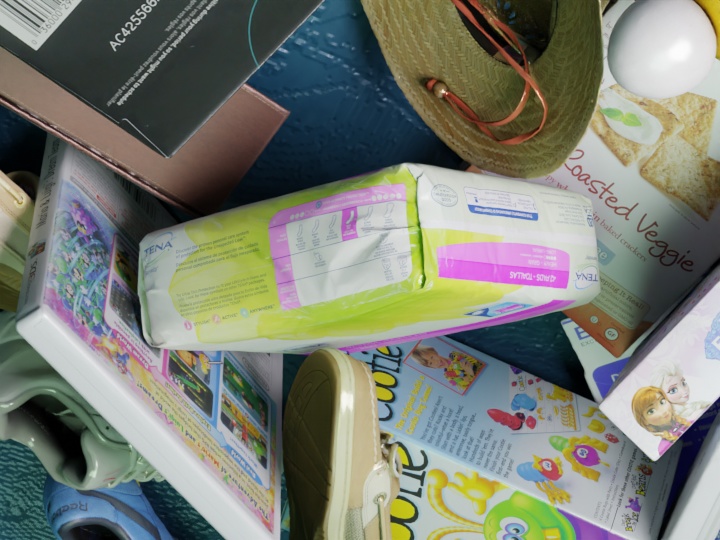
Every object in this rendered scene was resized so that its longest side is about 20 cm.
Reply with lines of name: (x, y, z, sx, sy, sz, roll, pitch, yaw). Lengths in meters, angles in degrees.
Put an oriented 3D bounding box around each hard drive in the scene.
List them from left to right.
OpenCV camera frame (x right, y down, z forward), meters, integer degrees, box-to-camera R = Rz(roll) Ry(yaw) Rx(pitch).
hard drive: (0.193, 0.126, 1.259, 0.026, 0.132, 0.201, 25, 123, 8)

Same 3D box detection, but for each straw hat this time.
straw hat: (0.083, -0.155, 1.125, 0.085, 0.201, 0.202, -26, 135, -31)

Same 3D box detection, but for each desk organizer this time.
desk organizer: (-0.140, -0.112, 1.166, 0.199, 0.072, 0.077, 31, 104, -28)

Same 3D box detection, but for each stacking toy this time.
stacking toy: (0.200, -0.139, 1.063, 0.199, 0.146, 0.147, -34, 126, -13)

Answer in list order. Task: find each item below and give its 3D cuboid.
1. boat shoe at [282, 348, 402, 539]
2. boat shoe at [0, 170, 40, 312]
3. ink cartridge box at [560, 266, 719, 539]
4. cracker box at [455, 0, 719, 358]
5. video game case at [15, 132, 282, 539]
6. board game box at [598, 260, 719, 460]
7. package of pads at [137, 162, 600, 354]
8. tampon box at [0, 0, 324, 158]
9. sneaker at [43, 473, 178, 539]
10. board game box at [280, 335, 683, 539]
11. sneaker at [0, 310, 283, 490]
boat shoe: (-0.002, 0.128, 1.225, 0.063, 0.073, 0.202, -11, 120, -19)
boat shoe: (-0.189, -0.022, 1.215, 0.073, 0.070, 0.200, 10, 166, 21)
ink cartridge box: (0.240, 0.062, 1.318, 0.197, 0.044, 0.201, -19, 124, 13)
cracker box: (0.154, -0.068, 1.190, 0.134, 0.058, 0.200, 39, 119, -4)
video game case: (-0.108, 0.035, 1.211, 0.024, 0.183, 0.200, -29, 122, 19)
board game box: (0.212, -0.002, 1.147, 0.041, 0.199, 0.200, 43, 103, 5)
package of pads: (0.000, 0.000, 1.156, 0.199, 0.069, 0.154, -14, 168, 39)
tampon box: (-0.088, -0.184, 1.036, 0.126, 0.201, 0.150, 34, 119, -23)
sneaker: (-0.135, 0.196, 1.400, 0.066, 0.079, 0.201, -24, 125, 15)
board game box: (0.070, 0.124, 1.297, 0.199, 0.105, 0.103, 24, 126, 4)
sneaker: (-0.137, 0.100, 1.312, 0.199, 0.100, 0.078, 19, 125, -14)
